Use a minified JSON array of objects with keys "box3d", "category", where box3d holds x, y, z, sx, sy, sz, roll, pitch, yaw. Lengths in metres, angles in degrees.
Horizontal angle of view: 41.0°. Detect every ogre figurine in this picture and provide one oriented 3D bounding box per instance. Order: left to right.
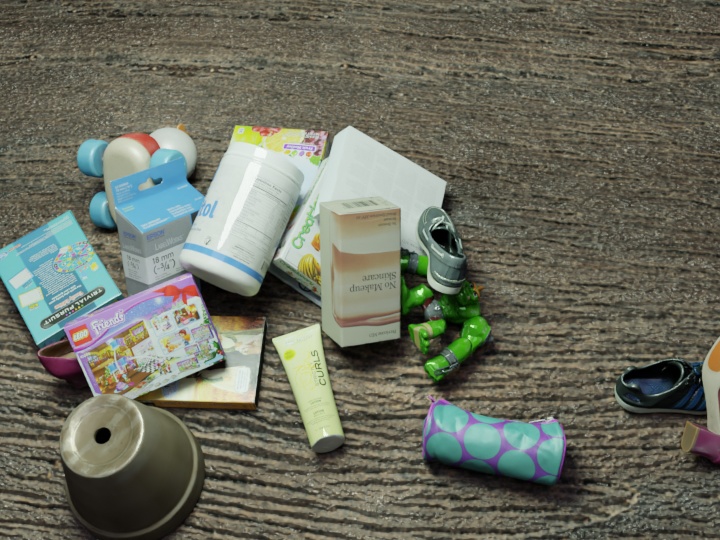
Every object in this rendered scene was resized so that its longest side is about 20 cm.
[{"box3d":[0.121,0.054,1.445,0.119,0.099,0.201,-16,52,-17],"category":"ogre figurine"}]

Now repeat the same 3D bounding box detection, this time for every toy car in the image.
[{"box3d":[-0.332,-0.164,1.616,0.183,0.178,0.200,9,31,26],"category":"toy car"}]

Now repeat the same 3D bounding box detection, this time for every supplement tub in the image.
[{"box3d":[-0.178,-0.075,1.450,0.131,0.132,0.202,18,78,16],"category":"supplement tub"}]

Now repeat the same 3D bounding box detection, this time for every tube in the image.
[{"box3d":[-0.074,0.171,1.432,0.058,0.052,0.201,12,45,-35],"category":"tube"}]

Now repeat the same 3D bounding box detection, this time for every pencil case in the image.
[{"box3d":[0.184,0.237,1.344,0.198,0.085,0.093,9,77,10],"category":"pencil case"}]

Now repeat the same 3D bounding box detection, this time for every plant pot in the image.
[{"box3d":[-0.332,0.259,1.332,0.198,0.174,0.202,-3,59,5],"category":"plant pot"}]

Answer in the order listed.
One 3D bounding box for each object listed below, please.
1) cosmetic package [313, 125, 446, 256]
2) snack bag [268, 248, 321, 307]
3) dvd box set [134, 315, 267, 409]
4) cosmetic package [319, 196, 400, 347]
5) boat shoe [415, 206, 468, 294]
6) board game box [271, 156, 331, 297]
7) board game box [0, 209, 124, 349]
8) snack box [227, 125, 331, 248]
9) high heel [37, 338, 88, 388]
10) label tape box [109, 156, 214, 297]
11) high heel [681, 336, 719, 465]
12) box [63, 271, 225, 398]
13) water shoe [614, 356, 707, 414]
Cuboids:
[{"box3d":[0.034,-0.112,1.514,0.199,0.052,0.152,27,60,-25],"category":"cosmetic package"},{"box3d":[-0.050,-0.037,1.566,0.199,0.021,0.189,32,68,22],"category":"snack bag"},{"box3d":[-0.248,0.138,1.477,0.198,0.029,0.148,2,60,6],"category":"dvd box set"},{"box3d":[0.000,0.000,1.420,0.102,0.202,0.087,-9,19,-21],"category":"cosmetic package"},{"box3d":[0.127,-0.046,1.437,0.072,0.062,0.201,11,34,-10],"category":"boat shoe"},{"box3d":[-0.043,-0.063,1.507,0.126,0.035,0.201,35,63,-21],"category":"board game box"},{"box3d":[-0.490,0.018,1.562,0.150,0.047,0.200,-32,62,-13],"category":"board game box"},{"box3d":[-0.146,-0.138,1.587,0.167,0.068,0.202,5,62,13],"category":"snack box"},{"box3d":[-0.378,0.106,1.438,0.199,0.096,0.068,-34,51,3],"category":"high heel"},{"box3d":[-0.293,-0.054,1.469,0.063,0.202,0.144,16,30,37],"category":"label tape box"},{"box3d":[0.515,0.170,1.312,0.095,0.067,0.202,15,95,-10],"category":"high heel"},{"box3d":[-0.314,0.104,1.416,0.198,0.039,0.138,-22,102,-8],"category":"box"},{"box3d":[0.463,0.162,1.363,0.198,0.079,0.072,-9,59,0],"category":"water shoe"}]
